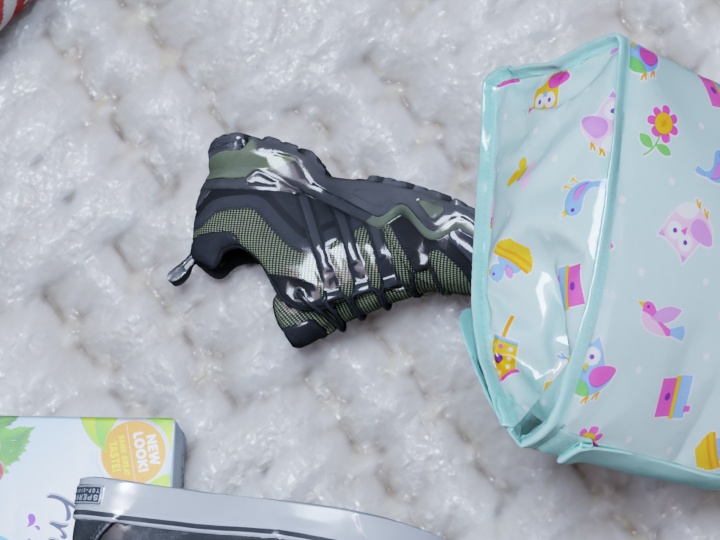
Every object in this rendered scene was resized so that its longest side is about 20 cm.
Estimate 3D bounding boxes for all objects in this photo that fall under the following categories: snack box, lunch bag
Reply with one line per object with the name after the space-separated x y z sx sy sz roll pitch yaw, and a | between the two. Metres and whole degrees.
-0.166 0.177 1.212 0.141 0.053 0.201 1 76 2 | snack box
0.142 0.007 1.169 0.170 0.122 0.201 16 72 -38 | lunch bag

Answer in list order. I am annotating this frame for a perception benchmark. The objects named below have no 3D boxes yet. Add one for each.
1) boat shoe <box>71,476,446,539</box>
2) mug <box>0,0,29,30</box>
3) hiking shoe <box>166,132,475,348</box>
-0.050 0.149 1.178 0.199 0.074 0.068 11 80 -27 | boat shoe
-0.260 -0.159 1.288 0.133 0.177 0.200 42 85 -24 | mug
0.000 0.000 1.246 0.199 0.076 0.101 19 86 17 | hiking shoe
